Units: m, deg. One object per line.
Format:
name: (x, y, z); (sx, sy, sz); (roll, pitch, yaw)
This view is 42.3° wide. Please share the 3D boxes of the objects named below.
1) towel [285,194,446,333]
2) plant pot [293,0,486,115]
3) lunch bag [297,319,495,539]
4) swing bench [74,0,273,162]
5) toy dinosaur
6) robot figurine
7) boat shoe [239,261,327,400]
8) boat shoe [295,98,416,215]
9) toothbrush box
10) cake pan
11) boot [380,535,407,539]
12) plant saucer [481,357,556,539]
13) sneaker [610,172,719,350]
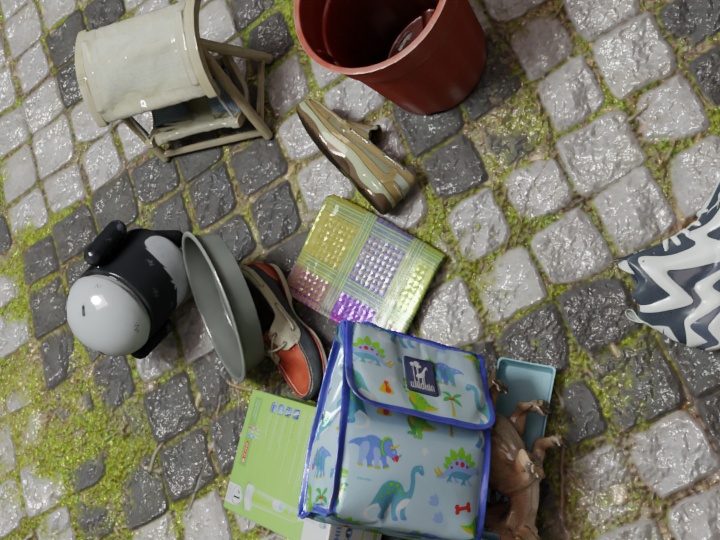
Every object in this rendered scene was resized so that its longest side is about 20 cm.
towel: (0.000, 0.000, 1.174); (0.199, 0.023, 0.145); (27, 91, 30)
plant pot: (0.054, -0.292, 1.119); (0.198, 0.195, 0.204); (-7, 74, 27)
lunch bag: (0.042, 0.163, 0.945); (0.127, 0.168, 0.203); (144, 138, -62)
swing bench: (-0.251, -0.254, 1.271); (0.196, 0.199, 0.132); (-9, 73, 26)
toy dinosaur: (0.144, 0.203, 0.995); (0.136, 0.085, 0.201); (-49, 47, 31)
robot figurine: (-0.305, 0.024, 1.245); (0.150, 0.201, 0.125); (40, 134, -6)
boat shoe: (-0.105, 0.076, 1.177); (0.071, 0.062, 0.202); (-40, 65, 32)
boat shoe: (-0.003, -0.161, 1.199); (0.076, 0.072, 0.200); (-40, 69, -3)
toothbrush box: (-0.057, 0.231, 1.076); (0.199, 0.085, 0.148); (5, 79, 50)
cake pan: (-0.172, 0.042, 1.176); (0.036, 0.201, 0.201); (-21, 62, -19)
boot: (0.077, 0.237, 1.050); (0.163, 0.066, 0.202); (15, 81, 33)
plant saucer: (0.169, 0.202, 1.035); (0.069, 0.019, 0.203); (8, 82, 29)
sneaker: (0.330, -0.027, 0.969); (0.128, 0.079, 0.202); (12, 93, 21)
